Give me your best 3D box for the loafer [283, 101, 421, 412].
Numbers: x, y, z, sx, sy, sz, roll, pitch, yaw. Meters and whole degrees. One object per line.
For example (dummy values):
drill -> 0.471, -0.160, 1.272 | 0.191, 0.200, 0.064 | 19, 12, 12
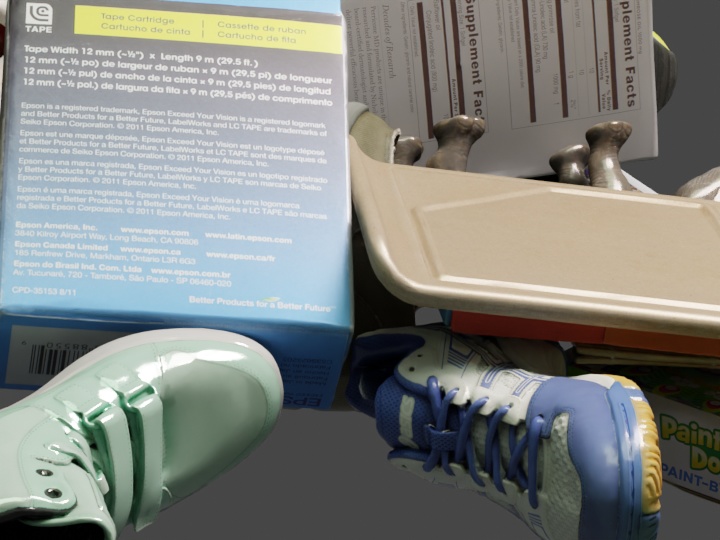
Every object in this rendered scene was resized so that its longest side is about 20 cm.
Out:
loafer -> 0.000, 0.000, 1.311 | 0.069, 0.075, 0.200 | 19, 38, -8

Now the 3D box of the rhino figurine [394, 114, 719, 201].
rhino figurine -> 0.109, -0.022, 1.391 | 0.199, 0.088, 0.060 | 1, -18, -10

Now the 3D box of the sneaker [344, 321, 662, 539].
sneaker -> 0.052, 0.069, 1.148 | 0.088, 0.076, 0.200 | 2, 10, -18

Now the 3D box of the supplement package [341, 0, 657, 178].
supplement package -> 0.037, -0.110, 1.452 | 0.199, 0.110, 0.114 | -9, 26, -7

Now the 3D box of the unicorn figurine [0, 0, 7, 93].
unicorn figurine -> -0.206, -0.084, 1.498 | 0.137, 0.074, 0.201 | -5, 49, -13

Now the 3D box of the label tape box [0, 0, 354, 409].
label tape box -> -0.079, -0.045, 1.217 | 0.142, 0.066, 0.201 | 3, 54, -8

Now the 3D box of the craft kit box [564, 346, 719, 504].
craft kit box -> 0.212, 0.056, 1.252 | 0.197, 0.049, 0.200 | 21, 27, 32

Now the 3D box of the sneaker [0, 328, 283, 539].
sneaker -> -0.093, 0.084, 1.075 | 0.200, 0.074, 0.118 | -19, 24, -29

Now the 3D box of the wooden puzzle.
wooden puzzle -> 0.090, -0.002, 1.224 | 0.199, 0.037, 0.185 | 11, 16, -8

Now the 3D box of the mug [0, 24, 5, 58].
mug -> -0.233, -0.170, 1.648 | 0.199, 0.134, 0.177 | 13, 21, 31

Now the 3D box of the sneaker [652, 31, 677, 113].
sneaker -> 0.070, -0.118, 1.575 | 0.199, 0.079, 0.090 | 5, 18, 3

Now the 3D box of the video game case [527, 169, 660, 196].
video game case -> 0.030, -0.049, 1.522 | 0.199, 0.023, 0.182 | -5, 22, -23

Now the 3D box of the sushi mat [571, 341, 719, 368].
sushi mat -> 0.182, 0.027, 1.245 | 0.199, 0.012, 0.096 | 4, 21, -1
